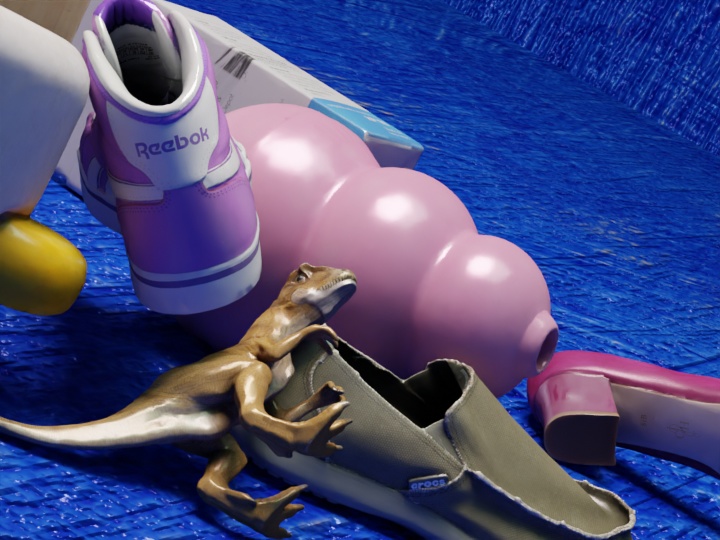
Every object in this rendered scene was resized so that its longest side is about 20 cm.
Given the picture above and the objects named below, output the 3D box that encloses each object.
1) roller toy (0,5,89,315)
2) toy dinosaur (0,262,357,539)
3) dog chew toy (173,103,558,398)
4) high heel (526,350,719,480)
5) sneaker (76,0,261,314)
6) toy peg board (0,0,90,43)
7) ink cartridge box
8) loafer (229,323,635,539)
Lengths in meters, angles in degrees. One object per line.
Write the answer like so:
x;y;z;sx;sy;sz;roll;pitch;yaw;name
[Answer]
-0.207;-0.058;0.875;0.182;0.140;0.200;28;2;42;roller toy
-0.067;0.057;0.909;0.106;0.061;0.200;35;38;29;toy dinosaur
0.000;0.000;1.078;0.199;0.125;0.124;22;9;23;dog chew toy
0.191;0.076;1.259;0.199;0.068;0.096;10;23;-4;high heel
-0.085;-0.070;0.970;0.072;0.115;0.200;-17;23;-11;sneaker
-0.226;-0.137;1.015;0.198;0.201;0.098;24;12;-15;toy peg board
-0.078;-0.067;1.243;0.200;0.116;0.067;34;14;28;ink cartridge box
0.042;0.080;1.001;0.199;0.070;0.075;23;13;-21;loafer
